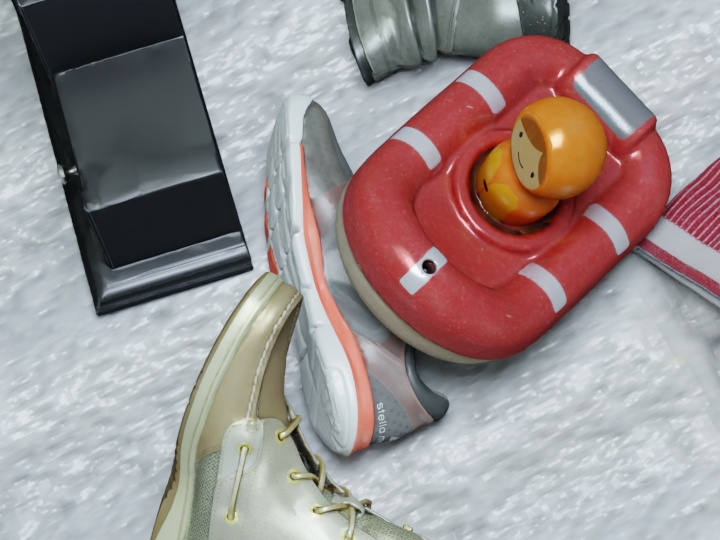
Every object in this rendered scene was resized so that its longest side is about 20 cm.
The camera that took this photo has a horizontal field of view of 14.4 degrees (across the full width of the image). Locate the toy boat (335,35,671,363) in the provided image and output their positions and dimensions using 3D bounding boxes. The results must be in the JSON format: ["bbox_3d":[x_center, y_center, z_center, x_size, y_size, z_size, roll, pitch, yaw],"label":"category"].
[{"bbox_3d":[0.083,-0.046,1.466,0.131,0.131,0.200,46,62,3],"label":"toy boat"}]

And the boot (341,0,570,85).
[{"bbox_3d":[0.047,-0.204,1.594,0.130,0.068,0.201,-4,68,12],"label":"boot"}]

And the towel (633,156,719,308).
[{"bbox_3d":[0.250,-0.055,1.496,0.200,0.023,0.144,-41,35,-9],"label":"towel"}]

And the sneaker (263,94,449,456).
[{"bbox_3d":[0.000,0.000,1.529,0.081,0.077,0.201,-8,74,-15],"label":"sneaker"}]

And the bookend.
[{"bbox_3d":[-0.135,-0.110,1.507,0.092,0.199,0.201,-17,69,-2],"label":"bookend"}]

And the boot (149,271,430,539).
[{"bbox_3d":[-0.018,0.113,1.447,0.154,0.072,0.201,20,108,12],"label":"boot"}]
